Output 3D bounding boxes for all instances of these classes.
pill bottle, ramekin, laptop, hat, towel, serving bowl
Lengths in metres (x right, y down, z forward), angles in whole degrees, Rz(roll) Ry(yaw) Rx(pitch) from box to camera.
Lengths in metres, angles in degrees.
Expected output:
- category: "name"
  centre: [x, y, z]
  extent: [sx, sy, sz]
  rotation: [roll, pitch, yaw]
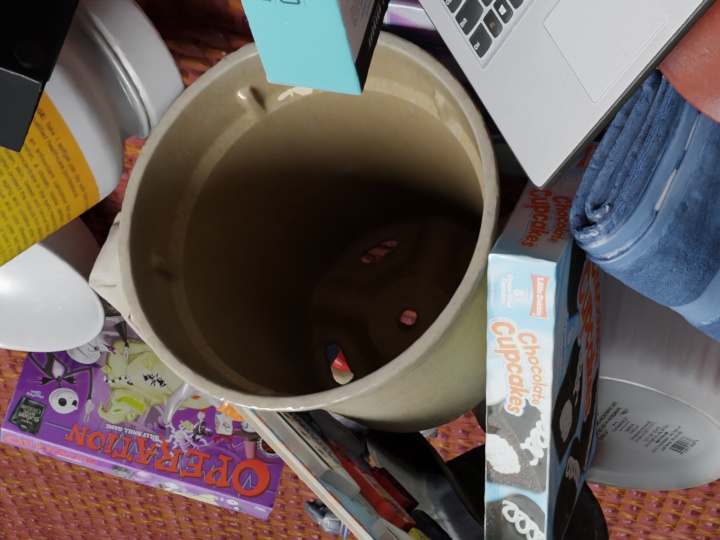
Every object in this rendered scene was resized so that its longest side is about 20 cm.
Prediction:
- category: "pill bottle"
  centre: [-0.192, -0.064, 0.936]
  extent: [0.111, 0.200, 0.111]
  rotation: [49, 164, 20]
- category: "ramekin"
  centre: [0.155, 0.052, 1.091]
  extent: [0.199, 0.105, 0.200]
  rotation: [12, 152, 6]
- category: "laptop"
  centre: [0.015, -0.139, 0.640]
  extent: [0.116, 0.201, 0.187]
  rotation: [-22, 163, -30]
- category: "hat"
  centre: [0.096, 0.149, 1.081]
  extent: [0.201, 0.081, 0.201]
  rotation: [48, 167, 15]
- category: "towel"
  centre: [0.187, -0.024, 0.902]
  extent: [0.200, 0.112, 0.048]
  rotation: [28, 175, -43]
- category: "serving bowl"
  centre: [-0.256, -0.021, 1.202]
  extent: [0.199, 0.066, 0.200]
  rotation: [11, 152, 6]

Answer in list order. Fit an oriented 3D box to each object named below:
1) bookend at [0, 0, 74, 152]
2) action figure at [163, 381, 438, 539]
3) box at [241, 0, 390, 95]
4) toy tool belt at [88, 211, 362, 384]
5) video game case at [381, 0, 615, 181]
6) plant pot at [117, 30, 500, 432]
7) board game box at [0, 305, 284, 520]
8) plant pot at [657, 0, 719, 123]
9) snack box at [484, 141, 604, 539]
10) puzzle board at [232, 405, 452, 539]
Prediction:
- category: "bookend"
  centre: [-0.166, -0.135, 0.795]
  extent: [0.092, 0.200, 0.200]
  rotation: [20, 154, -11]
- category: "action figure"
  centre: [-0.032, 0.084, 1.221]
  extent: [0.193, 0.200, 0.105]
  rotation: [13, 114, -13]
- category: "box"
  centre: [-0.027, -0.169, 0.791]
  extent: [0.049, 0.083, 0.200]
  rotation: [9, 152, 15]
- category: "toy tool belt"
  centre: [-0.056, 0.016, 1.112]
  extent: [0.199, 0.125, 0.123]
  rotation: [28, 158, -26]
- category: "video game case"
  centre: [0.077, -0.093, 0.953]
  extent: [0.199, 0.019, 0.143]
  rotation: [12, 153, 7]
- category: "plant pot"
  centre: [0.000, 0.000, 0.967]
  extent: [0.199, 0.201, 0.183]
  rotation: [3, 162, 21]
- category: "board game box"
  centre: [-0.146, 0.095, 1.307]
  extent: [0.199, 0.121, 0.032]
  rotation: [17, 153, -5]
- category: "plant pot"
  centre: [0.200, -0.138, 0.633]
  extent: [0.200, 0.202, 0.195]
  rotation: [27, 158, -23]
- category: "snack box"
  centre: [0.096, 0.047, 0.934]
  extent: [0.037, 0.116, 0.201]
  rotation: [9, 125, 17]
- category: "puzzle board"
  centre: [0.002, 0.121, 1.005]
  extent: [0.200, 0.017, 0.151]
  rotation: [44, -176, 18]
